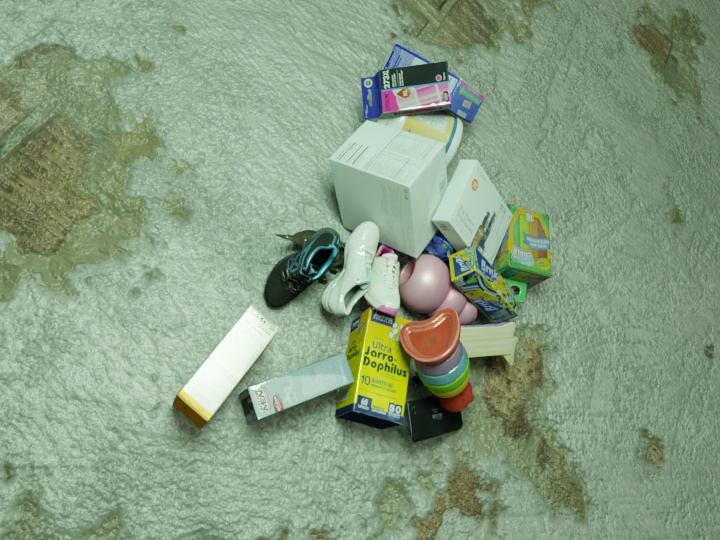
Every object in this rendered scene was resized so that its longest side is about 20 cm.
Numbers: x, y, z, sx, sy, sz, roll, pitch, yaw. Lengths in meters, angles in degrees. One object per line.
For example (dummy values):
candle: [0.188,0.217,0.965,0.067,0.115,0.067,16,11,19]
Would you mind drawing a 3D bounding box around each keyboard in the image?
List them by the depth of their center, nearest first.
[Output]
keyboard: [0.147,0.271,1.178,0.197,0.020,0.132,6,73,-51]

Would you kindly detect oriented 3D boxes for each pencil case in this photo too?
pencil case: [0.210,-0.113,1.304,0.077,0.088,0.202,28,60,13]

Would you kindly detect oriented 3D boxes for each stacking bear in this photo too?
stacking bear: [0.166,0.195,1.121,0.118,0.203,0.115,-20,37,8]

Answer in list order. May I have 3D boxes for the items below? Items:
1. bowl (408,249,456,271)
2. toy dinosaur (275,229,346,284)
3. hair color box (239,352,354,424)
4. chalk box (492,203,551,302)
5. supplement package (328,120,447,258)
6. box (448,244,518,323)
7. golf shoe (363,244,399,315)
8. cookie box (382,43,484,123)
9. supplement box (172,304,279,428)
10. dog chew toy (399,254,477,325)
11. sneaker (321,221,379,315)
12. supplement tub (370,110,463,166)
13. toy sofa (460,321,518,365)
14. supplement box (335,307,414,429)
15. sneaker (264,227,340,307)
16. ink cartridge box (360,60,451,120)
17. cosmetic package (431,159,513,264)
bowl: [0.198,-0.069,1.354,0.194,0.039,0.207,8,69,-21]
toy dinosaur: [-0.088,-0.042,1.214,0.194,0.077,0.105,18,54,-11]
hair color box: [-0.120,0.221,1.080,0.195,0.099,0.062,-17,79,-27]
chalk box: [0.366,-0.029,1.364,0.121,0.124,0.207,11,68,-19]
supplement package: [0.065,-0.172,1.204,0.196,0.194,0.148,24,56,29]
box: [0.267,0.034,1.245,0.199,0.063,0.072,41,37,-38]
golf shoe: [0.048,0.016,1.175,0.073,0.094,0.201,17,22,-16]
cookie box: [0.175,-0.440,1.364,0.198,0.077,0.170,38,18,24]
supplement box: [-0.240,0.173,1.031,0.073,0.126,0.202,39,62,-4]
dog chew toy: [0.177,0.053,1.260,0.197,0.124,0.127,31,62,-19]
sneaker: [0.000,0.000,1.155,0.074,0.088,0.205,30,80,-34]
supplement tub: [0.127,-0.329,1.355,0.195,0.145,0.148,24,64,-13]
toy sofa: [0.240,0.152,1.251,0.194,0.083,0.101,-1,102,-23]
supplement box: [0.031,0.197,1.148,0.106,0.109,0.206,17,65,-16]
sneaker: [-0.117,0.000,1.124,0.073,0.082,0.200,40,102,-19]
ink cartridge box: [0.097,-0.391,1.254,0.193,0.037,0.098,-6,85,9]
cosmetic package: [0.246,-0.114,1.241,0.200,0.051,0.154,42,67,-41]
